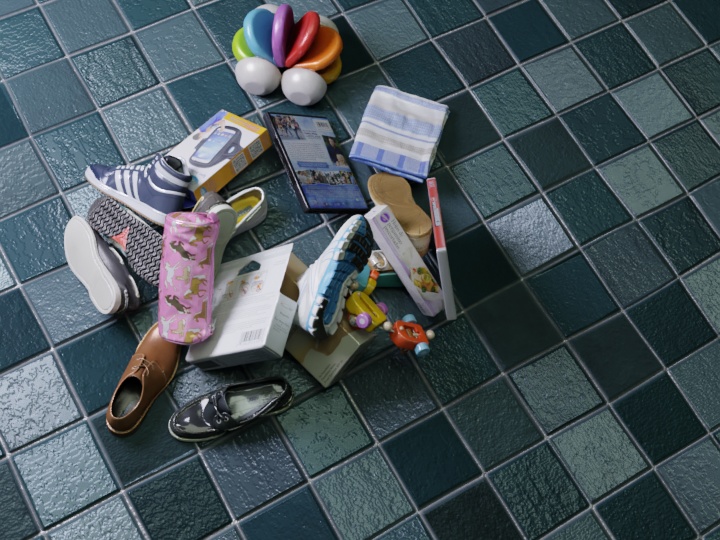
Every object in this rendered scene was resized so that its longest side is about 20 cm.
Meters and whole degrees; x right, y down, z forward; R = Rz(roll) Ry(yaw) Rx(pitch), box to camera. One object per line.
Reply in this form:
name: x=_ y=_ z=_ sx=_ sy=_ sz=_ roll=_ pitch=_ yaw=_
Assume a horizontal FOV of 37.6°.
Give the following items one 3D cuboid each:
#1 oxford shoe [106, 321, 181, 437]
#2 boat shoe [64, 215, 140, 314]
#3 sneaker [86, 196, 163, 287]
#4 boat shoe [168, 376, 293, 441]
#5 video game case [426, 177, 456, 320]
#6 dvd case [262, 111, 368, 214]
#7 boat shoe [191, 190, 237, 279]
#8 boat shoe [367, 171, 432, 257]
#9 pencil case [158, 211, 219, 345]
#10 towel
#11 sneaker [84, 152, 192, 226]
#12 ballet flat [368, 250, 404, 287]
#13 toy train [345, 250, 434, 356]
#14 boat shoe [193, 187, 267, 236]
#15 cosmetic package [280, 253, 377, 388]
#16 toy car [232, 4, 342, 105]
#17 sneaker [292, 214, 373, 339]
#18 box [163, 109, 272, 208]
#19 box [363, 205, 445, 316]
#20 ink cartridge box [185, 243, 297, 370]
oxford shoe: x=-0.328 y=0.156 z=1.626 sx=0.071 sy=0.071 sz=0.200 roll=20 pitch=62 yaw=3
boat shoe: x=-0.413 y=-0.009 z=1.695 sx=0.060 sy=0.074 sz=0.200 roll=7 pitch=36 yaw=-49
sneaker: x=-0.347 y=-0.042 z=1.694 sx=0.200 sy=0.093 sz=0.070 roll=39 pitch=93 yaw=22
boat shoe: x=-0.197 y=0.207 z=1.622 sx=0.199 sy=0.066 sz=0.075 roll=-10 pitch=67 yaw=-13
video game case: x=0.130 y=-0.036 z=1.704 sx=0.017 sy=0.143 sz=0.200 roll=-9 pitch=38 yaw=5
dvd case: x=-0.077 y=-0.184 z=1.812 sx=0.143 sy=0.018 sz=0.200 roll=-3 pitch=62 yaw=-45
boat shoe: x=-0.258 y=-0.032 z=1.680 sx=0.072 sy=0.201 sz=0.061 roll=6 pitch=34 yaw=-44
boat shoe: x=0.064 y=-0.094 z=1.791 sx=0.074 sy=0.069 sz=0.200 roll=-14 pitch=40 yaw=-11
pencil case: x=-0.258 y=0.008 z=1.596 sx=0.086 sy=0.083 sz=0.200 roll=-1 pitch=103 yaw=-24
towel: x=0.071 y=-0.246 z=1.875 sx=0.147 sy=0.024 sz=0.200 roll=18 pitch=50 yaw=1
sneaker: x=-0.357 y=-0.157 z=1.727 sx=0.200 sy=0.070 sz=0.109 roll=30 pitch=103 yaw=24
ballet flat: x=0.000 y=0.000 z=1.755 sx=0.200 sy=0.069 sz=0.063 roll=-3 pitch=56 yaw=-20
toy train: x=0.025 y=0.057 z=1.661 sx=0.150 sy=0.056 sz=0.200 roll=9 pitch=44 yaw=-44
boat shoe: x=-0.236 y=-0.075 z=1.737 sx=0.202 sy=0.086 sz=0.075 roll=-32 pitch=73 yaw=-19
cosmetic package: x=-0.083 y=0.076 z=1.672 sx=0.200 sy=0.105 sz=0.071 roll=42 pitch=24 yaw=13
toy car: x=-0.127 y=-0.402 z=1.872 sx=0.200 sy=0.150 sz=0.175 roll=13 pitch=64 yaw=-2
sneaker: x=-0.052 y=0.000 z=1.597 sx=0.087 sy=0.075 sz=0.200 roll=16 pitch=73 yaw=40
box: x=-0.260 y=-0.186 z=1.786 sx=0.119 sy=0.042 sz=0.200 roll=27 pitch=58 yaw=35
box: x=0.074 y=-0.015 z=1.717 sx=0.039 sy=0.041 sz=0.200 roll=-39 pitch=106 yaw=-19
ink cartridge box: x=-0.175 y=0.059 z=1.633 sx=0.044 sy=0.200 sz=0.174 roll=35 pitch=58 yaw=-34
